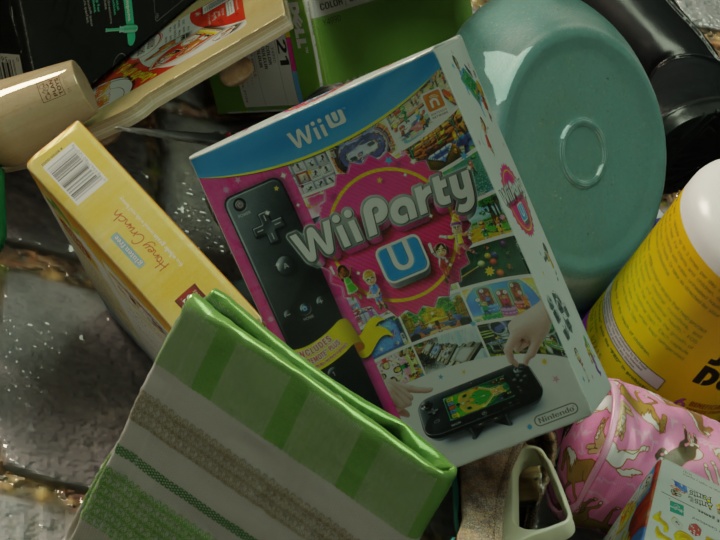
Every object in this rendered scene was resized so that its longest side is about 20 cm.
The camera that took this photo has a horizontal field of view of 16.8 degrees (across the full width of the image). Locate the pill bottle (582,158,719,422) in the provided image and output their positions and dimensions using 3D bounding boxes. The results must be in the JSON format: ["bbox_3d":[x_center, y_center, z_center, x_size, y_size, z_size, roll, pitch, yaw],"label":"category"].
[{"bbox_3d":[0.210,0.006,1.405,0.104,0.200,0.105,17,44,-17],"label":"pill bottle"}]

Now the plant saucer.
[{"bbox_3d":[0.121,-0.069,1.447,0.199,0.036,0.202,1,88,-42],"label":"plant saucer"}]

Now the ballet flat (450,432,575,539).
[{"bbox_3d":[0.078,0.147,1.270,0.067,0.068,0.201,-7,40,11],"label":"ballet flat"}]

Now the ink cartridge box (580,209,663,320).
[{"bbox_3d":[0.093,-0.040,1.517,0.196,0.043,0.200,-12,52,-40],"label":"ink cartridge box"}]

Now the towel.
[{"bbox_3d":[-0.052,0.118,1.128,0.149,0.201,0.031,34,34,7],"label":"towel"}]

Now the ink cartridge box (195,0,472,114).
[{"bbox_3d":[0.022,-0.149,1.473,0.199,0.076,0.147,2,17,44],"label":"ink cartridge box"}]

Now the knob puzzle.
[{"bbox_3d":[-0.125,-0.099,1.370,0.031,0.219,0.220,60,36,-17],"label":"knob puzzle"}]

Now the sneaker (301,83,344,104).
[{"bbox_3d":[0.032,-0.016,1.333,0.088,0.074,0.201,-33,101,-47],"label":"sneaker"}]

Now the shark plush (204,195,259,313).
[{"bbox_3d":[0.000,0.000,1.382,0.199,0.084,0.091,29,38,0],"label":"shark plush"}]

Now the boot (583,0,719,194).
[{"bbox_3d":[0.188,-0.137,1.636,0.168,0.077,0.200,48,27,18],"label":"boot"}]

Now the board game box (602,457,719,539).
[{"bbox_3d":[0.159,0.212,1.230,0.104,0.103,0.200,27,38,-3],"label":"board game box"}]

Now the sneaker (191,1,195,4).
[{"bbox_3d":[-0.097,-0.223,1.489,0.076,0.201,0.082,-8,54,2],"label":"sneaker"}]

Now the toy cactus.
[{"bbox_3d":[-0.220,-0.067,1.274,0.201,0.164,0.102,68,7,28],"label":"toy cactus"}]

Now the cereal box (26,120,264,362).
[{"bbox_3d":[-0.092,0.022,1.229,0.039,0.200,0.144,-41,71,-9],"label":"cereal box"}]

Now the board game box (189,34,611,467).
[{"bbox_3d":[0.021,0.001,1.254,0.201,0.147,0.064,66,20,-4],"label":"board game box"}]

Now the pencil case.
[{"bbox_3d":[0.199,0.125,1.359,0.199,0.083,0.087,19,29,-17],"label":"pencil case"}]

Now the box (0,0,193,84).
[{"bbox_3d":[-0.198,-0.185,1.391,0.148,0.125,0.200,7,32,25],"label":"box"}]

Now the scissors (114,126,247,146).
[{"bbox_3d":[-0.066,-0.071,1.342,0.199,0.014,0.073,11,25,-38],"label":"scissors"}]
